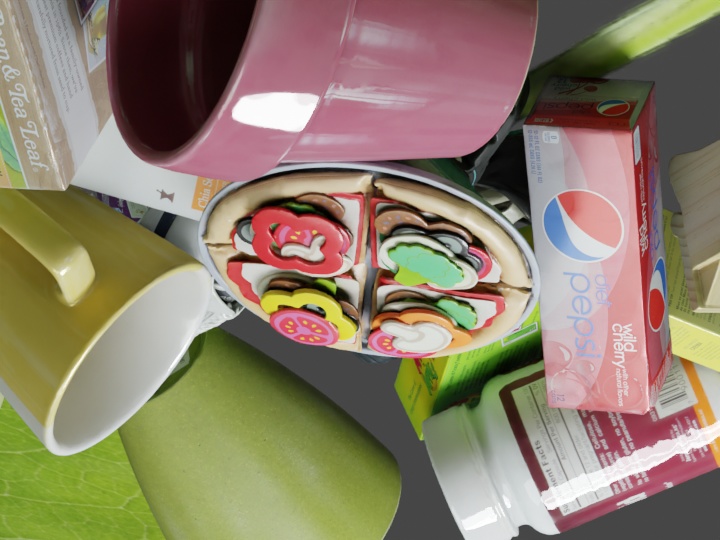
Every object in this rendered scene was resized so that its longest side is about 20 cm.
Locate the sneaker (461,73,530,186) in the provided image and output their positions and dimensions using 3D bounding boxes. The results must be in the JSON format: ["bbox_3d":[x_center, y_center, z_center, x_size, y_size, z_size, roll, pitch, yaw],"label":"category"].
[{"bbox_3d":[0.032,-0.058,1.501,0.200,0.076,0.079,-46,159,21],"label":"sneaker"}]

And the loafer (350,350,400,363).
[{"bbox_3d":[0.000,0.000,1.688,0.072,0.073,0.200,-10,155,25],"label":"loafer"}]

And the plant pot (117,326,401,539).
[{"bbox_3d":[-0.099,0.134,1.898,0.186,0.188,0.200,-10,130,40],"label":"plant pot"}]

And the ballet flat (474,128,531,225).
[{"bbox_3d":[0.042,-0.042,1.576,0.199,0.069,0.068,-13,142,43],"label":"ballet flat"}]

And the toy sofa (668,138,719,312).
[{"bbox_3d":[0.269,-0.048,1.454,0.082,0.098,0.200,0,162,-29],"label":"toy sofa"}]

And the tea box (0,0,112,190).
[{"bbox_3d":[-0.244,-0.164,1.357,0.195,0.134,0.201,3,130,20],"label":"tea box"}]

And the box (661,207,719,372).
[{"bbox_3d":[0.251,0.028,1.601,0.199,0.076,0.050,20,155,-13],"label":"box"}]

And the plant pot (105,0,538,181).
[{"bbox_3d":[-0.014,-0.137,1.308,0.178,0.201,0.200,11,158,-28],"label":"plant pot"}]

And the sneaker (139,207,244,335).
[{"bbox_3d":[-0.111,0.011,1.674,0.080,0.077,0.200,28,155,5],"label":"sneaker"}]

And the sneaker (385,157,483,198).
[{"bbox_3d":[0.008,-0.092,1.430,0.200,0.080,0.071,43,145,-2],"label":"sneaker"}]

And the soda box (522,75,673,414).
[{"bbox_3d":[0.143,-0.013,1.492,0.070,0.064,0.201,4,122,19],"label":"soda box"}]

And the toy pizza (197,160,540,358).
[{"bbox_3d":[0.003,0.003,1.423,0.199,0.032,0.201,8,148,5],"label":"toy pizza"}]

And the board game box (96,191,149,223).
[{"bbox_3d":[-0.116,-0.073,1.642,0.119,0.032,0.200,16,153,4],"label":"board game box"}]

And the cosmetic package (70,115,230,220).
[{"bbox_3d":[-0.123,-0.099,1.512,0.199,0.071,0.102,16,128,1],"label":"cosmetic package"}]

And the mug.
[{"bbox_3d":[-0.192,-0.002,1.564,0.153,0.149,0.187,39,134,17],"label":"mug"}]

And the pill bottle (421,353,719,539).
[{"bbox_3d":[0.150,0.108,1.671,0.199,0.115,0.114,-23,145,6],"label":"pill bottle"}]

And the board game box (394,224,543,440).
[{"bbox_3d":[0.088,0.040,1.678,0.101,0.048,0.200,-20,158,-16],"label":"board game box"}]

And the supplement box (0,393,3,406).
[{"bbox_3d":[-0.320,0.000,1.695,0.133,0.201,0.200,6,152,17],"label":"supplement box"}]

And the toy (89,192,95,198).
[{"bbox_3d":[-0.202,0.032,1.818,0.047,0.116,0.200,-1,161,-29],"label":"toy"}]
